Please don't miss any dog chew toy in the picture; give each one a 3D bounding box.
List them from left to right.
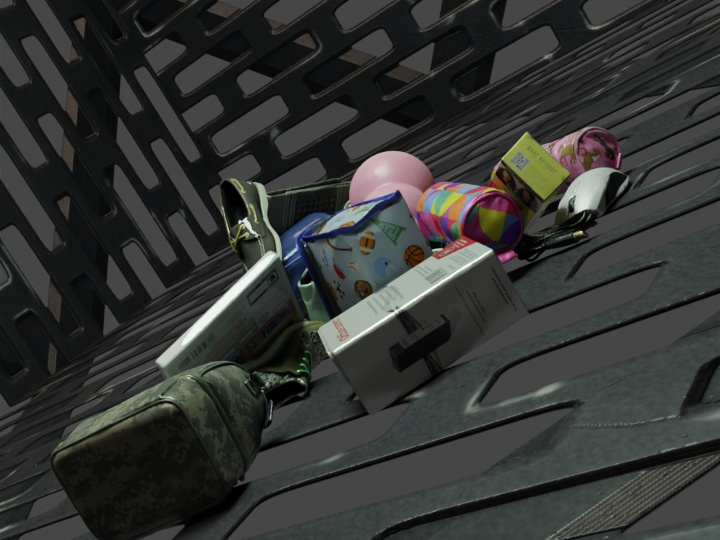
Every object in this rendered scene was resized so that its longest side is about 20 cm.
[{"bbox_3d":[0.048,-0.074,1.559,0.124,0.125,0.201,-29,36,19],"label":"dog chew toy"}]

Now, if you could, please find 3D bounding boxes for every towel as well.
[{"bbox_3d":[-0.083,-0.045,1.780,0.192,0.201,0.034,-11,30,-38],"label":"towel"}]

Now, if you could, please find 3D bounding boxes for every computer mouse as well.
[{"bbox_3d":[0.266,-0.081,1.390,0.109,0.044,0.200,-26,11,41],"label":"computer mouse"}]

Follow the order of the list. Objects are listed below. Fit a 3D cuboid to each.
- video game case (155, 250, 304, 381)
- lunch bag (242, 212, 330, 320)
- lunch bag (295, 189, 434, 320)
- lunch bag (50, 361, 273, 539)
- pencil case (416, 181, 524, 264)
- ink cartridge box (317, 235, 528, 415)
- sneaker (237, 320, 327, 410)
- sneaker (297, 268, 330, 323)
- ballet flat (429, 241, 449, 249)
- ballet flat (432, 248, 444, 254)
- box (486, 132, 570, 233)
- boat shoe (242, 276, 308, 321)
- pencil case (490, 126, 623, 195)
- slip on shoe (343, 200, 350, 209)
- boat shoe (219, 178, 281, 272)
[{"bbox_3d":[-0.153,0.099,1.425,0.022,0.183,0.200,30,65,32],"label":"video game case"},{"bbox_3d":[-0.057,0.006,1.691,0.200,0.136,0.132,-39,28,-20],"label":"lunch bag"},{"bbox_3d":[0.007,0.008,1.396,0.123,0.171,0.200,-30,9,-19],"label":"lunch bag"},{"bbox_3d":[-0.208,0.188,1.249,0.199,0.140,0.168,-28,11,22],"label":"lunch bag"},{"bbox_3d":[0.132,-0.062,1.404,0.088,0.089,0.200,-33,15,-6],"label":"pencil case"},{"bbox_3d":[0.062,0.055,1.221,0.199,0.084,0.144,-32,10,-2],"label":"ink cartridge box"},{"bbox_3d":[-0.087,0.135,1.432,0.088,0.077,0.200,21,41,36],"label":"sneaker"},{"bbox_3d":[0.000,0.000,1.569,0.200,0.119,0.074,-41,29,-30],"label":"sneaker"},{"bbox_3d":[0.116,-0.051,1.644,0.067,0.069,0.200,2,17,-16],"label":"ballet flat"},{"bbox_3d":[0.101,0.008,1.438,0.069,0.070,0.200,-37,10,-31],"label":"ballet flat"},{"bbox_3d":[0.197,-0.097,1.404,0.050,0.075,0.200,-44,-7,-11],"label":"box"},{"bbox_3d":[-0.123,0.063,1.520,0.062,0.200,0.073,27,75,32],"label":"boat shoe"},{"bbox_3d":[0.266,-0.136,1.552,0.086,0.083,0.200,-26,5,-29],"label":"pencil case"},{"bbox_3d":[0.071,-0.082,1.771,0.198,0.077,0.061,-4,-10,-8],"label":"slip on shoe"},{"bbox_3d":[-0.162,-0.053,1.635,0.072,0.060,0.202,-50,41,32],"label":"boat shoe"}]
